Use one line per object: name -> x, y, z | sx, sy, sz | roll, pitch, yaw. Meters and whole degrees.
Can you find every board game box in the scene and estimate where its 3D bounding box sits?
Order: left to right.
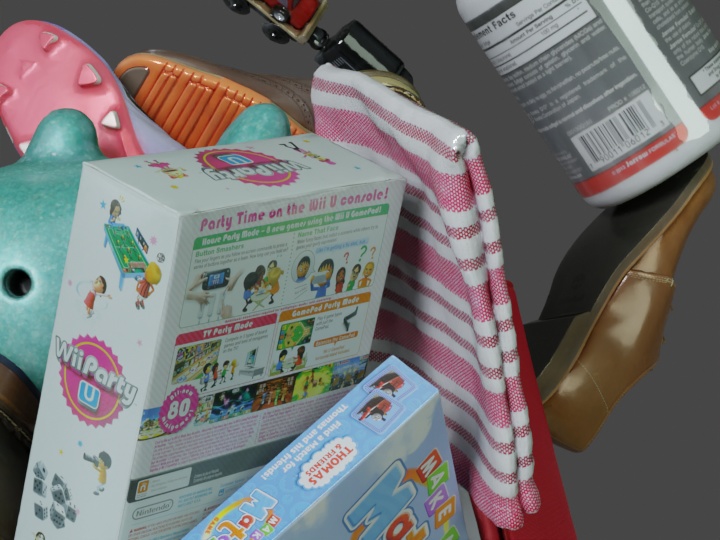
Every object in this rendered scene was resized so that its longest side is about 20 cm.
board game box -> -0.067, 0.048, 0.962 | 0.147, 0.064, 0.200 | -11, 121, -49
board game box -> -0.035, 0.152, 0.985 | 0.037, 0.151, 0.200 | 34, 64, 32

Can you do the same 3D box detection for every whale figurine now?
whale figurine -> -0.115, -0.008, 1.029 | 0.200, 0.104, 0.159 | -25, 83, 8

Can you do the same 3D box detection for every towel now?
towel -> 0.026, 0.010, 1.022 | 0.030, 0.146, 0.200 | -20, 114, -22

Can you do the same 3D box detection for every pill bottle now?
pill bottle -> 0.127, -0.146, 1.253 | 0.116, 0.116, 0.200 | -37, 96, -31

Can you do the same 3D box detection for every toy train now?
toy train -> -0.049, -0.155, 1.199 | 0.200, 0.046, 0.034 | 39, 62, -14

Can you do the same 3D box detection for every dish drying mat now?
dish drying mat -> 0.078, 0.092, 1.147 | 0.077, 0.018, 0.200 | 15, 54, -47

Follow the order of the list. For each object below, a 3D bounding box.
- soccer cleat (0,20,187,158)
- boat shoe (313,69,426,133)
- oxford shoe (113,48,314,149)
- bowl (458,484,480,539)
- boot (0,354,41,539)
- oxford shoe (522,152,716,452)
soccer cleat -> -0.114, -0.050, 1.123 | 0.200, 0.076, 0.067 | 43, 98, 13
boat shoe -> 0.001, 0.000, 1.130 | 0.072, 0.068, 0.200 | 2, 108, -12
oxford shoe -> -0.043, -0.075, 1.182 | 0.200, 0.071, 0.073 | 25, 39, -18
bowl -> -0.010, 0.200, 1.111 | 0.199, 0.075, 0.200 | -11, 83, -31
boot -> -0.166, 0.121, 1.011 | 0.200, 0.075, 0.097 | 56, 48, -47
oxford shoe -> 0.153, 0.017, 1.256 | 0.071, 0.071, 0.200 | 42, 72, -19
